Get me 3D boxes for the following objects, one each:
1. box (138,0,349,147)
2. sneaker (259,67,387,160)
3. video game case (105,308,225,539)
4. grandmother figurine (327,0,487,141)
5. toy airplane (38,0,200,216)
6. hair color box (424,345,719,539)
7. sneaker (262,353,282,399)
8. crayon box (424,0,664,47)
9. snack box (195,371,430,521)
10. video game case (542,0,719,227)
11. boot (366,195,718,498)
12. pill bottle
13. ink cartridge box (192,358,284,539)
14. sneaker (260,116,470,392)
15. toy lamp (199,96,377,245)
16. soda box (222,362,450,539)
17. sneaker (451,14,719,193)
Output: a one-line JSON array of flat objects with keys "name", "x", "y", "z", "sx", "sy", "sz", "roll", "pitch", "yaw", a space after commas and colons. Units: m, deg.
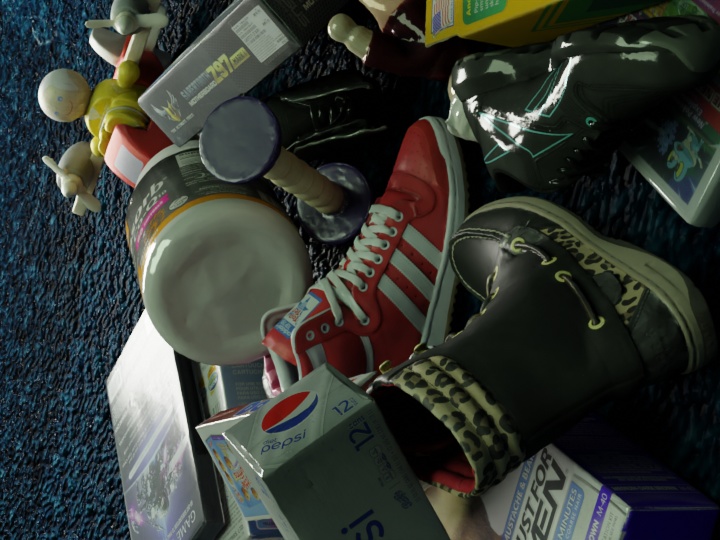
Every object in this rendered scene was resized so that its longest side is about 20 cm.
[{"name": "box", "x": -0.056, "y": -0.179, "z": 1.064, "sx": 0.158, "sy": 0.051, "sz": 0.200, "roll": -49, "pitch": 12, "yaw": -31}, {"name": "sneaker", "x": -0.028, "y": -0.103, "z": 1.076, "sx": 0.200, "sy": 0.103, "sz": 0.061, "roll": -45, "pitch": -59, "yaw": -83}, {"name": "video game case", "x": -0.149, "y": 0.131, "z": 1.151, "sx": 0.143, "sy": 0.019, "sz": 0.201, "roll": -55, "pitch": 42, "yaw": 45}, {"name": "grandmother figurine", "x": 0.032, "y": -0.154, "z": 0.921, "sx": 0.200, "sy": 0.121, "sz": 0.061, "roll": 51, "pitch": 149, "yaw": 16}, {"name": "toy airplane", "x": -0.211, "y": -0.154, "z": 1.332, "sx": 0.199, "sy": 0.140, "sz": 0.202, "roll": -7, "pitch": 79, "yaw": 61}, {"name": "hair color box", "x": 0.095, "y": 0.128, "z": 0.824, "sx": 0.200, "sy": 0.064, "sz": 0.110, "roll": 39, "pitch": 120, "yaw": 58}, {"name": "sneaker", "x": -0.021, "y": 0.123, "z": 1.030, "sx": 0.201, "sy": 0.078, "sz": 0.096, "roll": -117, "pitch": 31, "yaw": -46}, {"name": "crayon box", "x": 0.109, "y": -0.195, "z": 0.815, "sx": 0.199, "sy": 0.051, "sz": 0.127, "roll": -8, "pitch": 78, "yaw": 59}, {"name": "snack box", "x": -0.033, "y": 0.110, "z": 0.929, "sx": 0.199, "sy": 0.024, "sz": 0.072, "roll": -20, "pitch": 100, "yaw": 56}, {"name": "video game case", "x": 0.163, "y": -0.152, "z": 0.789, "sx": 0.200, "sy": 0.023, "sz": 0.183, "roll": 57, "pitch": 133, "yaw": 47}, {"name": "boot", "x": 0.067, "y": 0.036, "z": 0.794, "sx": 0.200, "sy": 0.150, "sz": 0.074, "roll": 30, "pitch": 145, "yaw": 53}, {"name": "pill bottle", "x": -0.106, "y": -0.021, "z": 1.091, "sx": 0.200, "sy": 0.115, "sz": 0.117, "roll": -125, "pitch": 47, "yaw": -66}, {"name": "ink cartridge box", "x": -0.091, "y": 0.128, "z": 1.139, "sx": 0.137, "sy": 0.076, "sz": 0.201, "roll": -49, "pitch": 47, "yaw": 47}, {"name": "sneaker", "x": 0.000, "y": 0.000, "z": 0.957, "sx": 0.071, "sy": 0.111, "sz": 0.202, "roll": -169, "pitch": 85, "yaw": -69}, {"name": "toy lamp", "x": -0.036, "y": -0.054, "z": 0.972, "sx": 0.058, "sy": 0.200, "sz": 0.059, "roll": -4, "pitch": 78, "yaw": 21}, {"name": "soda box", "x": 0.010, "y": 0.150, "z": 0.785, "sx": 0.201, "sy": 0.068, "sz": 0.063, "roll": 61, "pitch": 167, "yaw": -25}, {"name": "sneaker", "x": 0.117, "y": -0.083, "z": 0.783, "sx": 0.200, "sy": 0.075, "sz": 0.080, "roll": 179, "pitch": 82, "yaw": -66}]
